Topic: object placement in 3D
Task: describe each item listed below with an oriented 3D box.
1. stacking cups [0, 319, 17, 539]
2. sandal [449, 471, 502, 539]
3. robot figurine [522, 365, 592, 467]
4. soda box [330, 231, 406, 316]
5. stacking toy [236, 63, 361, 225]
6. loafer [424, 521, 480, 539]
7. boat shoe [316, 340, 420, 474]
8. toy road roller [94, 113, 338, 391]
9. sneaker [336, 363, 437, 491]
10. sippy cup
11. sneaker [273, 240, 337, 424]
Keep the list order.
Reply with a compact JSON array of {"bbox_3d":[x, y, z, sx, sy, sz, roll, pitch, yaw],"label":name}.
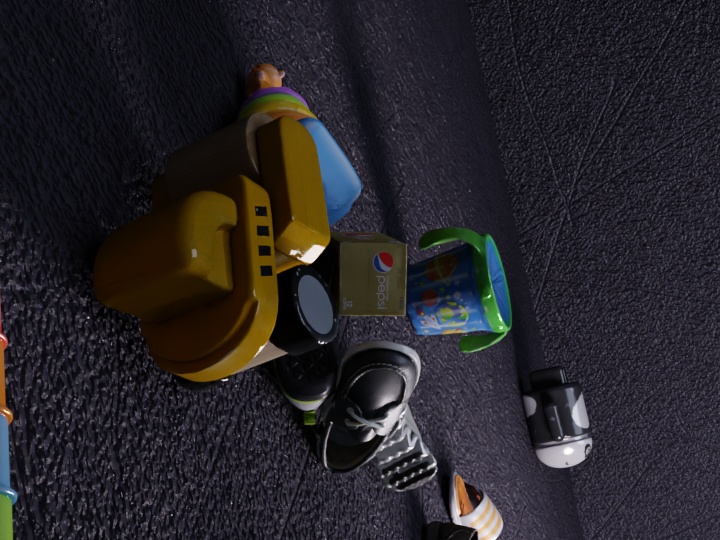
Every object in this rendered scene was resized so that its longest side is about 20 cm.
[{"bbox_3d":[-0.194,0.091,0.536,0.061,0.060,0.202,44,31,-62],"label":"stacking cups"},{"bbox_3d":[0.172,0.358,1.577,0.079,0.059,0.208,-78,151,-58],"label":"sandal"},{"bbox_3d":[0.401,0.297,2.311,0.149,0.124,0.202,-6,81,-36],"label":"robot figurine"},{"bbox_3d":[0.000,0.000,1.118,0.200,0.063,0.069,-142,-128,-82],"label":"soda box"},{"bbox_3d":[-0.080,-0.129,1.060,0.110,0.115,0.201,54,13,-42],"label":"stacking toy"},{"bbox_3d":[0.119,0.390,1.343,0.073,0.071,0.202,51,30,-57],"label":"loafer"},{"bbox_3d":[0.006,0.128,1.033,0.201,0.075,0.061,108,-6,-58],"label":"boat shoe"},{"bbox_3d":[-0.106,-0.024,0.788,0.146,0.122,0.202,31,45,-52],"label":"toy road roller"},{"bbox_3d":[0.020,0.150,1.219,0.081,0.074,0.201,-106,174,-50],"label":"sneaker"},{"bbox_3d":[0.130,0.030,1.570,0.140,0.129,0.180,-13,89,-74],"label":"sippy cup"},{"bbox_3d":[-0.059,0.043,1.053,0.083,0.071,0.202,96,-8,-59],"label":"sneaker"}]
